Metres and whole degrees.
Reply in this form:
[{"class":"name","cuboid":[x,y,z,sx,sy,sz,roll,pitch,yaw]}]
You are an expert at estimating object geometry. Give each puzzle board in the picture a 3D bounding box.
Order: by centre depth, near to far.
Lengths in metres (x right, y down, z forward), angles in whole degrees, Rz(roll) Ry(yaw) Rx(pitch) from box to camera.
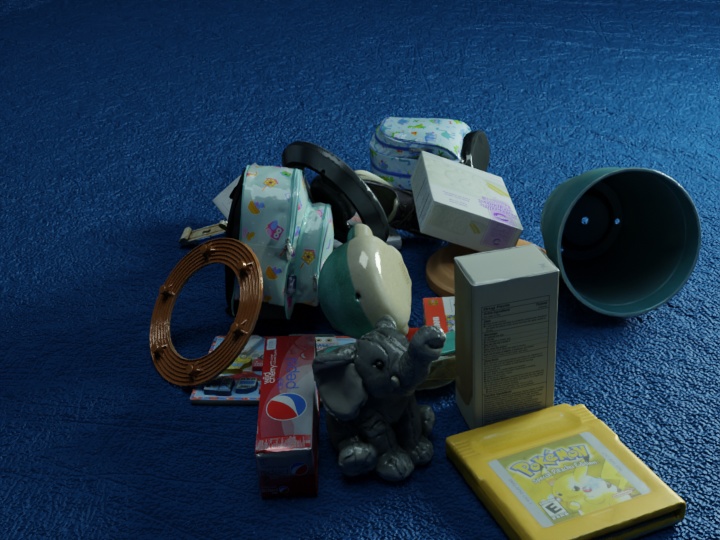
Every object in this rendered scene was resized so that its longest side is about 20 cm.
[{"class":"puzzle board","cuboid":[-0.105,0.122,1.253,0.199,0.017,0.151,0,28,5]}]

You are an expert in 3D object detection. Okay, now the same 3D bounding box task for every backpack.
[{"class":"backpack","cuboid":[-0.113,-0.045,1.345,0.152,0.201,0.176,-1,13,2]},{"class":"backpack","cuboid":[0.114,-0.203,1.735,0.199,0.154,0.163,-5,32,24]}]

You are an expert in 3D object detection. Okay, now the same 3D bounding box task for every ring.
[{"class":"ring","cuboid":[-0.204,0.049,1.249,0.200,0.201,0.019,28,-1,44]}]

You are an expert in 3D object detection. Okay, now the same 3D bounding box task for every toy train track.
[{"class":"toy train track","cuboid":[-0.218,-0.074,1.529,0.199,0.033,0.115,-12,46,37]}]

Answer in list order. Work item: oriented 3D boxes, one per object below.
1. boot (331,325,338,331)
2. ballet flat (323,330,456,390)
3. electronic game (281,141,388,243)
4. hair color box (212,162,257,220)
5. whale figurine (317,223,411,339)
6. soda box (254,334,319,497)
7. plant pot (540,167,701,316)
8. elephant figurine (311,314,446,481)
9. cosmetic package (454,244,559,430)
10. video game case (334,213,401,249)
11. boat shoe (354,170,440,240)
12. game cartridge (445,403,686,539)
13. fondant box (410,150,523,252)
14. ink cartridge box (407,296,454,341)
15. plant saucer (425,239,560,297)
[{"class":"boot","cuboid":[0.000,0.000,1.393,0.072,0.091,0.200,2,28,9]},{"class":"ballet flat","cuboid":[0.051,0.120,1.193,0.199,0.071,0.071,-8,28,-2]},{"class":"electronic game","cuboid":[-0.038,-0.107,1.422,0.200,0.200,0.042,24,62,40]},{"class":"hair color box","cuboid":[-0.158,-0.090,1.571,0.100,0.061,0.200,-42,35,-1]},{"class":"whale figurine","cuboid":[0.009,0.021,1.259,0.103,0.160,0.200,-21,4,16]},{"class":"soda box","cuboid":[-0.080,0.160,1.106,0.063,0.070,0.200,-3,33,1]},{"class":"plant pot","cuboid":[0.343,-0.056,1.379,0.199,0.201,0.188,-6,14,-7]},{"class":"elephant figurine","cuboid":[0.022,0.114,1.061,0.154,0.201,0.142,2,28,10]},{"class":"cosmetic package","cuboid":[0.164,0.079,1.112,0.105,0.201,0.071,-8,28,-11]},{"class":"video game case","cuboid":[-0.042,-0.075,1.612,0.181,0.023,0.200,-8,28,-9]},{"class":"boat shoe","cuboid":[0.059,-0.097,1.549,0.199,0.072,0.065,27,24,7]},{"class":"game cartridge","cuboid":[0.209,0.217,1.031,0.175,0.033,0.200,-13,31,-18]},{"class":"fondant box","cuboid":[0.157,-0.102,1.491,0.144,0.058,0.200,17,27,-11]},{"class":"ink cartridge box","cuboid":[0.119,0.080,1.275,0.199,0.051,0.109,-2,28,1]},{"class":"plant saucer","cuboid":[0.196,-0.004,1.447,0.199,0.032,0.201,-2,29,1]}]
